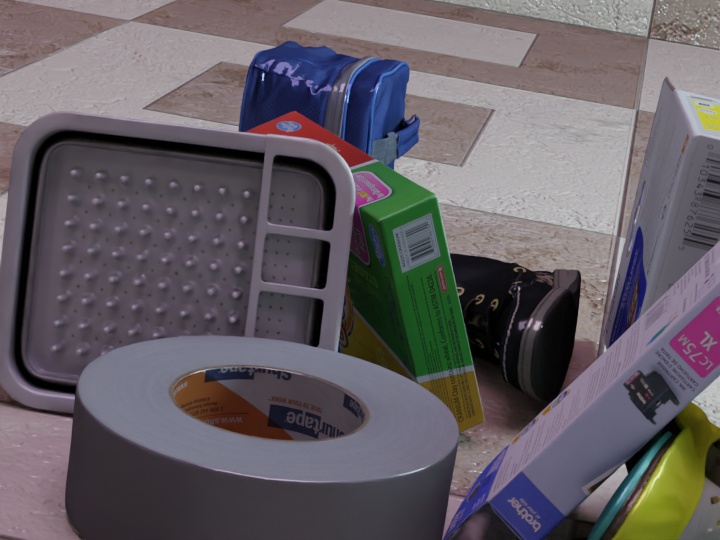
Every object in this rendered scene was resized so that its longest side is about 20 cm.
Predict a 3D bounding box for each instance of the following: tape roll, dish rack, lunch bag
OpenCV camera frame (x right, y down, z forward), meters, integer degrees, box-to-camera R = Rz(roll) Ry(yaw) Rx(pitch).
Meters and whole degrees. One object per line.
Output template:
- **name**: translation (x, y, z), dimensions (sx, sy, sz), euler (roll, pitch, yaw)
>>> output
- **tape roll**: translation (-0.051, 0.097, 0.950), dimensions (0.198, 0.067, 0.200), euler (8, 15, -2)
- **dish rack**: translation (-0.107, 0.002, 1.070), dimensions (0.197, 0.174, 0.044), euler (7, 4, 0)
- **lunch bag**: translation (-0.021, -0.115, 1.563), dimensions (0.131, 0.137, 0.200), euler (11, 15, 9)

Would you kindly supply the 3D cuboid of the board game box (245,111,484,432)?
- **board game box**: translation (0.000, 0.000, 1.151), dimensions (0.040, 0.155, 0.200), euler (-23, 26, -18)

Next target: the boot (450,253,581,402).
- **boot**: translation (0.066, 0.032, 1.231), dimensions (0.152, 0.074, 0.204), euler (9, 12, 10)

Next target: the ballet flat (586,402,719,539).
- **ballet flat**: translation (0.166, 0.114, 0.958), dimensions (0.067, 0.067, 0.200), euler (33, 18, 6)

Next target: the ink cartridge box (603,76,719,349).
- **ink cartridge box**: translation (0.204, -0.013, 1.218), dimensions (0.046, 0.200, 0.200), euler (12, 17, 4)

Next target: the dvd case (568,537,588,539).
- **dvd case**: translation (0.193, 0.166, 0.929), dimensions (0.198, 0.018, 0.142), euler (-2, 18, -30)

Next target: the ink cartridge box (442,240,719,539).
- **ink cartridge box**: translation (0.130, 0.072, 0.965), dimensions (0.042, 0.200, 0.119), euler (47, 15, 0)
